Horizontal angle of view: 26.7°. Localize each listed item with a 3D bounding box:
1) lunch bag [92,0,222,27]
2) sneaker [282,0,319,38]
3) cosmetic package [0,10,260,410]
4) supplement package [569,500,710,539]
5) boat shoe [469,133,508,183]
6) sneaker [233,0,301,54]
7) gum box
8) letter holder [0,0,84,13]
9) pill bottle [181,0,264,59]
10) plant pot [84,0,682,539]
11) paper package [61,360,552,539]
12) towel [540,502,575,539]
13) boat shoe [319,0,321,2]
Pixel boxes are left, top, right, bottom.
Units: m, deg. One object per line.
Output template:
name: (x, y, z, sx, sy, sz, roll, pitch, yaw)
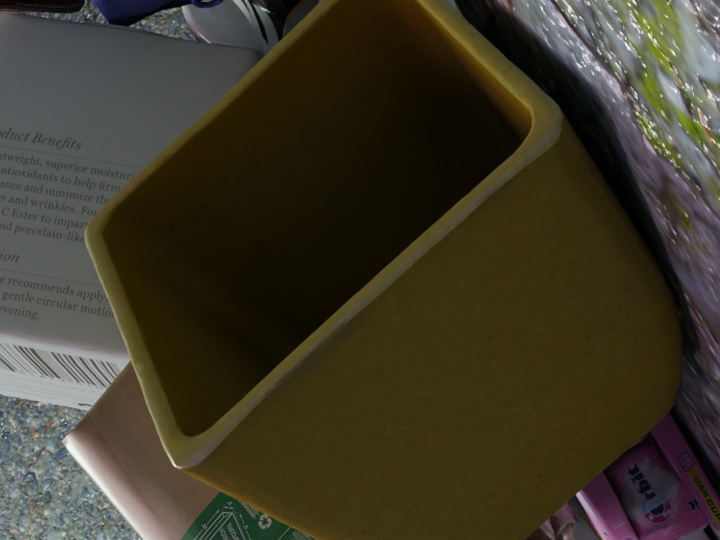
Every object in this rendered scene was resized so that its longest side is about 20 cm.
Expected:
lunch bag: (-0.114, -0.242, 0.866, 0.136, 0.132, 0.200, 60, -170, -81)
sneaker: (0.033, -0.084, 0.895, 0.200, 0.076, 0.092, 50, 174, -11)
cosmetic package: (-0.150, -0.025, 0.926, 0.165, 0.165, 0.200, 76, -155, -70)
supplement package: (0.194, 0.227, 1.053, 0.200, 0.121, 0.120, 57, 179, 18)
boat shoe: (0.061, -0.007, 0.834, 0.075, 0.075, 0.202, -59, -27, -52)
sneaker: (-0.048, -0.199, 0.973, 0.200, 0.073, 0.112, 46, 159, 32)
gum box: (0.149, 0.107, 0.909, 0.114, 0.066, 0.200, 59, 180, 2)
letter holder: (-0.230, -0.256, 0.901, 0.101, 0.142, 0.200, 117, 145, -45)
pill bottle: (-0.059, -0.175, 1.157, 0.112, 0.112, 0.200, 57, 180, 19)
plant pot: (0.028, 0.018, 0.679, 0.200, 0.195, 0.194, 44, -172, -36)
paper package: (-0.023, 0.121, 0.799, 0.200, 0.103, 0.191, 45, -165, 23)
towel: (0.077, 0.128, 0.988, 0.133, 0.034, 0.200, 103, 149, -45)
boat shoe: (-0.026, -0.173, 0.755, 0.200, 0.062, 0.075, 58, -178, -12)
